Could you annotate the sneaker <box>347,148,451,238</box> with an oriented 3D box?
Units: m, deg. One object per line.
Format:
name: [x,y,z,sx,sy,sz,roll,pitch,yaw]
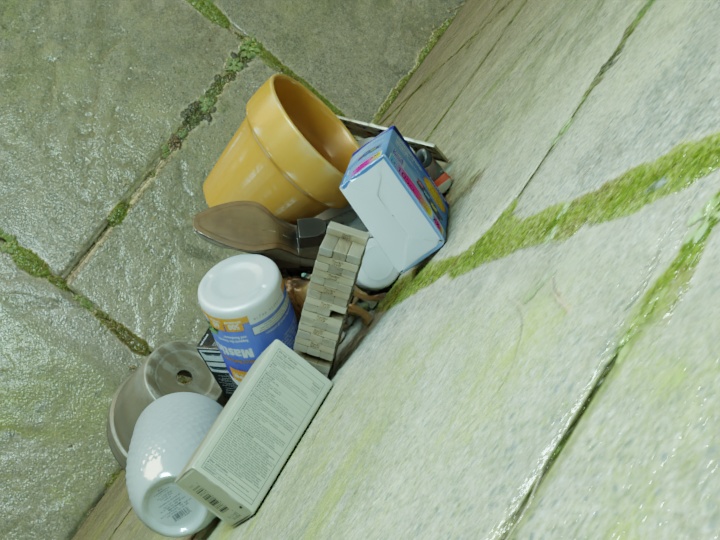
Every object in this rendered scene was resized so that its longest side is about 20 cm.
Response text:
sneaker: [0.037,-0.105,1.622,0.199,0.082,0.077,-36,10,-32]

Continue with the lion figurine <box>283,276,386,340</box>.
lion figurine: [-0.050,0.034,1.544,0.073,0.122,0.200,-56,9,-34]

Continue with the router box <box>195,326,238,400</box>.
router box: [-0.140,0.094,1.669,0.052,0.158,0.201,1,43,32]

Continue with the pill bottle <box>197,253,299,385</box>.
pill bottle: [-0.133,0.087,1.517,0.111,0.201,0.113,-10,39,8]

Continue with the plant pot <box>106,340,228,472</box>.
plant pot: [-0.268,0.196,1.694,0.201,0.199,0.174,-57,-4,-35]

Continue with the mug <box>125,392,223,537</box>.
mug: [-0.214,0.256,1.524,0.198,0.149,0.176,-21,20,4]

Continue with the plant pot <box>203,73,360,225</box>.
plant pot: [-0.115,-0.137,1.610,0.183,0.200,0.200,-40,11,19]

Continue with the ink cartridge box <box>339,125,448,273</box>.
ink cartridge box: [0.047,-0.100,1.482,0.076,0.137,0.200,-32,13,14]

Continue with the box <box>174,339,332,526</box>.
box: [-0.126,0.193,1.386,0.201,0.095,0.078,-56,8,-35]

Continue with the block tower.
block tower: [-0.041,0.044,1.431,0.058,0.053,0.202,-68,-6,-62]

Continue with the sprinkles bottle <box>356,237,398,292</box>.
sprinkles bottle: [0.000,0.000,1.610,0.069,0.068,0.200,-54,7,-12]

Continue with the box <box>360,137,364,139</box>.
box: [-0.031,-0.124,1.931,0.199,0.106,0.122,-33,-12,-21]

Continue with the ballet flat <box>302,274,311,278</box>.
ballet flat: [-0.055,-0.011,1.855,0.200,0.062,0.068,-40,37,19]

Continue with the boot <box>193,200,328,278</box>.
boot: [-0.121,-0.031,1.560,0.146,0.197,0.071,96,179,-69]

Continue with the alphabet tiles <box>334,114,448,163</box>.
alphabet tiles: [0.035,-0.205,1.801,0.167,0.198,0.008,30,-103,-71]

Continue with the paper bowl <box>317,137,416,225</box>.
paper bowl: [-0.001,-0.124,1.746,0.199,0.105,0.201,-28,22,12]
